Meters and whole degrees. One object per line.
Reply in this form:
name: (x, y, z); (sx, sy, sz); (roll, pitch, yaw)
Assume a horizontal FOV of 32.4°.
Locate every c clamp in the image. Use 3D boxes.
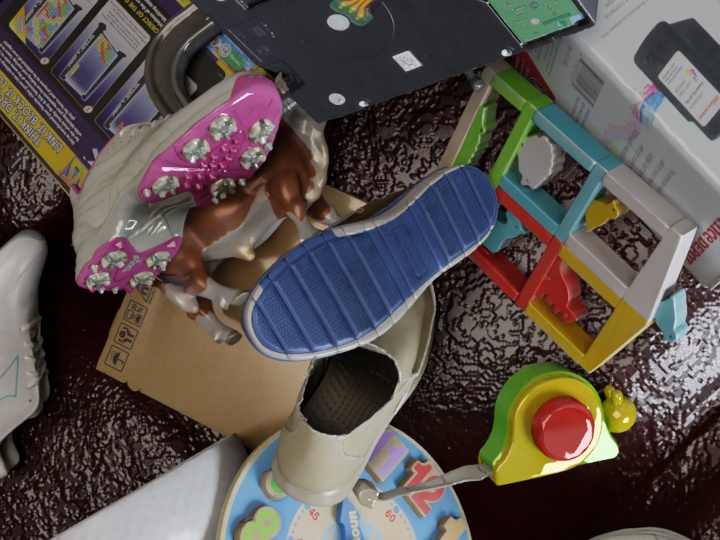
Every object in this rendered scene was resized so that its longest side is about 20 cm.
c clamp: (-0.045, -0.141, 0.819); (0.199, 0.027, 0.172); (-30, 73, 8)

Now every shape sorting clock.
shape sorting clock: (-0.004, 0.192, 0.813); (0.039, 0.199, 0.201); (-30, 80, 49)

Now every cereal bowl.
cereal bowl: (-0.151, 0.194, 0.838); (0.199, 0.200, 0.084); (-32, 85, 13)

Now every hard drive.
hard drive: (0.014, -0.161, 0.692); (0.199, 0.140, 0.038); (-14, 51, 36)

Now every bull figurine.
bull figurine: (-0.071, -0.046, 0.855); (0.200, 0.065, 0.122); (-41, 64, 11)

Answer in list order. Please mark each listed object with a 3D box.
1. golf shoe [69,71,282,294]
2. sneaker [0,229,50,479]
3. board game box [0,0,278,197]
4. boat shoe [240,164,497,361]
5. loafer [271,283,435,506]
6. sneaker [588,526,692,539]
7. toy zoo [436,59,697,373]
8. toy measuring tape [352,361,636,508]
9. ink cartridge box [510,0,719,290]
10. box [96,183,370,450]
golf shoe: (-0.130, -0.071, 0.795); (0.200, 0.075, 0.092); (-41, 57, 29)
sneaker: (-0.268, 0.066, 0.944); (0.080, 0.070, 0.201); (23, 102, 5)
board game box: (-0.179, -0.146, 0.908); (0.165, 0.057, 0.200); (-46, 71, 10)
boat shoe: (0.000, 0.000, 0.784); (0.072, 0.199, 0.073); (-13, 103, 58)
loafer: (0.005, 0.061, 0.813); (0.075, 0.068, 0.201); (23, 53, 2)
sneaker: (0.216, 0.215, 0.783); (0.199, 0.099, 0.078); (7, 91, 16)
toy zoo: (0.131, -0.024, 0.798); (0.200, 0.020, 0.132); (46, 136, 21)
toy measuring tape: (0.089, 0.103, 0.816); (0.199, 0.074, 0.074); (-10, 86, -11)
ink cartridge box: (0.190, -0.100, 0.765); (0.083, 0.146, 0.200); (-40, 79, -7)
box: (-0.089, 0.016, 0.911); (0.163, 0.021, 0.201); (25, 95, 14)
